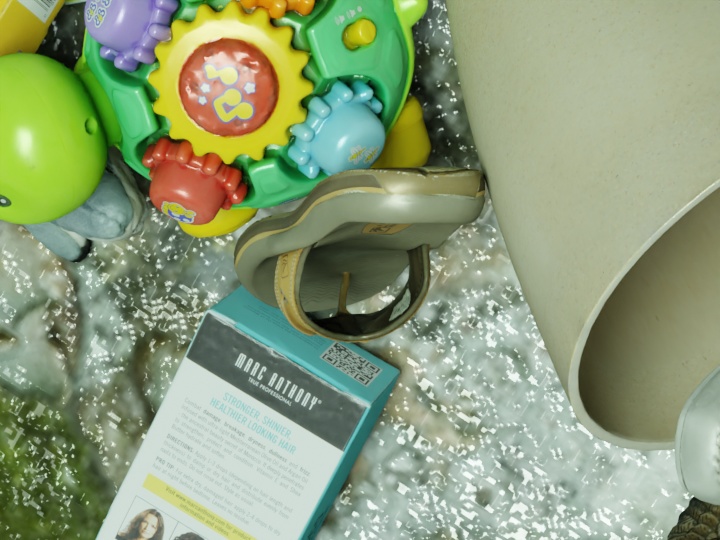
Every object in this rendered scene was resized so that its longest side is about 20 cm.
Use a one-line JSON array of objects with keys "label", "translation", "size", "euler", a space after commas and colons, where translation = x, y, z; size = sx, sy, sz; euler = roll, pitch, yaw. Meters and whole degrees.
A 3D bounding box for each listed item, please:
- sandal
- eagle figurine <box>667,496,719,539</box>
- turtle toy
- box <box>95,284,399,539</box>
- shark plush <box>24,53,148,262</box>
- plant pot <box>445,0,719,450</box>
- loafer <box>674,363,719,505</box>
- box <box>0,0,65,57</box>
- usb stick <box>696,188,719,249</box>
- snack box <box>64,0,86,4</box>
[{"label": "sandal", "translation": [0.000, 0.000, 1.131], "size": [0.080, 0.200, 0.054], "euler": [-5, 82, -17]}, {"label": "eagle figurine", "translation": [0.160, 0.128, 1.140], "size": [0.151, 0.152, 0.200], "euler": [11, 127, -23]}, {"label": "turtle toy", "translation": [-0.068, -0.076, 1.122], "size": [0.200, 0.101, 0.146], "euler": [-18, 105, 11]}, {"label": "box", "translation": [-0.065, 0.111, 1.238], "size": [0.082, 0.049, 0.200], "euler": [31, 112, 7]}, {"label": "shark plush", "translation": [-0.168, -0.082, 1.216], "size": [0.200, 0.083, 0.091], "euler": [44, 110, 3]}, {"label": "plant pot", "translation": [0.117, -0.068, 1.085], "size": [0.187, 0.187, 0.200], "euler": [-43, 55, 20]}, {"label": "loafer", "translation": [0.205, 0.049, 1.051], "size": [0.070, 0.200, 0.070], "euler": [21, 120, 54]}, {"label": "box", "translation": [-0.219, -0.135, 1.190], "size": [0.200, 0.041, 0.119], "euler": [29, 85, 24]}, {"label": "usb stick", "translation": [0.207, -0.050, 1.142], "size": [0.200, 0.033, 0.055], "euler": [-41, 89, 19]}, {"label": "snack box", "translation": [-0.040, -0.196, 1.172], "size": [0.199, 0.053, 0.143], "euler": [-8, 101, 18]}]
